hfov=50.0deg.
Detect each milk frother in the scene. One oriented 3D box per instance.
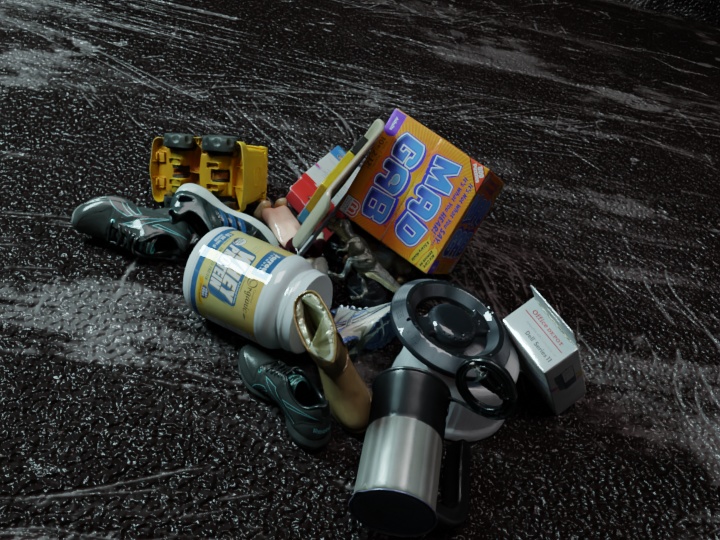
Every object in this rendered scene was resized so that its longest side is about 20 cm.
[{"bbox_3d":[0.098,0.224,1.005,0.177,0.202,0.191,21,47,-8],"label":"milk frother"}]

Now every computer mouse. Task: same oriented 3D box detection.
[{"bbox_3d":[-0.018,0.012,1.372,0.057,0.035,0.200,-13,41,-27],"label":"computer mouse"}]

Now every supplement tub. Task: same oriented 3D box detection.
[{"bbox_3d":[-0.155,0.031,1.176,0.196,0.148,0.145,21,37,22],"label":"supplement tub"}]

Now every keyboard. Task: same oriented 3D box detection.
[{"bbox_3d":[-0.068,-0.072,1.324,0.011,0.056,0.201,38,44,-4],"label":"keyboard"}]

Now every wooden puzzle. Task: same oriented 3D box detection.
[{"bbox_3d":[-0.044,-0.148,1.305,0.037,0.185,0.202,35,59,-6],"label":"wooden puzzle"}]

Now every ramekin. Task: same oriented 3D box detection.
[{"bbox_3d":[0.152,0.154,1.205,0.195,0.099,0.203,10,38,-8],"label":"ramekin"}]

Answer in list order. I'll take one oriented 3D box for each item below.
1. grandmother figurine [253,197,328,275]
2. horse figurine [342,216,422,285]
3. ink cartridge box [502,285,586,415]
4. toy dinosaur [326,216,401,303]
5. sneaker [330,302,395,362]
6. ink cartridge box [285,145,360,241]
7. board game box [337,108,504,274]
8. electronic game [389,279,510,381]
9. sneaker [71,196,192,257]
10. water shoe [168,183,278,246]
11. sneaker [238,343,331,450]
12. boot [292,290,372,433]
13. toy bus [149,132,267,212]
[{"bbox_3d":[-0.113,-0.047,1.381,0.119,0.061,0.201,-17,52,-24],"label":"grandmother figurine"},{"bbox_3d":[0.043,-0.012,1.374,0.197,0.050,0.133,31,22,-8],"label":"horse figurine"},{"bbox_3d":[0.287,0.127,1.208,0.067,0.201,0.118,-33,51,-3],"label":"ink cartridge box"},{"bbox_3d":[0.000,0.000,1.281,0.088,0.047,0.200,-44,86,-5],"label":"toy dinosaur"},{"bbox_3d":[-0.008,0.085,1.247,0.198,0.078,0.085,-24,49,-40],"label":"sneaker"},{"bbox_3d":[-0.063,-0.141,1.471,0.116,0.067,0.200,45,41,-2],"label":"ink cartridge box"},{"bbox_3d":[0.113,-0.133,1.382,0.198,0.203,0.199,35,10,16],"label":"board game box"},{"bbox_3d":[0.136,0.086,1.167,0.195,0.042,0.202,16,38,-13],"label":"electronic game"},{"bbox_3d":[-0.376,-0.069,1.278,0.195,0.077,0.080,4,42,-15],"label":"sneaker"},{"bbox_3d":[-0.232,-0.063,1.297,0.197,0.071,0.080,31,52,-15],"label":"water shoe"},{"bbox_3d":[-0.105,0.162,1.114,0.074,0.081,0.199,-24,52,-38],"label":"sneaker"},{"bbox_3d":[-0.037,0.133,1.055,0.065,0.200,0.178,-27,75,-5],"label":"boot"},{"bbox_3d":[-0.262,-0.186,1.431,0.195,0.140,0.192,8,14,20],"label":"toy bus"}]
